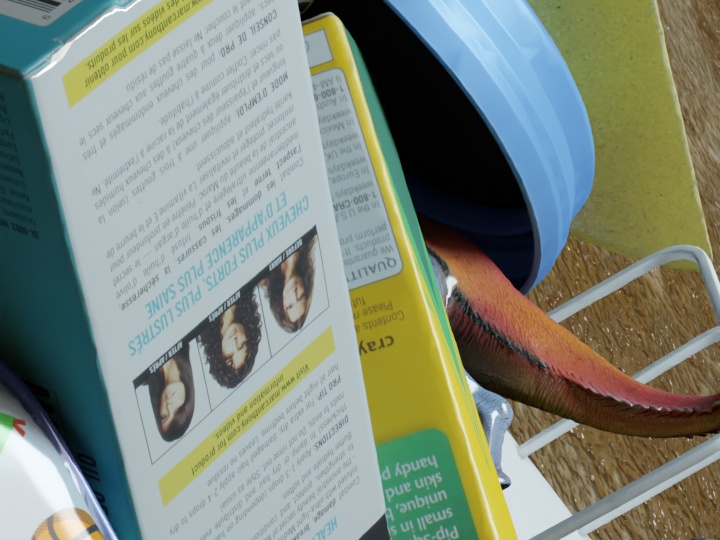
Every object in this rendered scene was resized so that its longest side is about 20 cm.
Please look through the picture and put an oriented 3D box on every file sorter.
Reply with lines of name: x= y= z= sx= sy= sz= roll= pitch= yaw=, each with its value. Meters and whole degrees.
file sorter: x=0.129 y=0.110 z=0.997 sx=0.200 sy=0.125 sz=0.139 roll=52 pitch=15 yaw=-27

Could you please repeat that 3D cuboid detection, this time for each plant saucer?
plant saucer: x=0.053 y=-0.109 z=1.050 sx=0.200 sy=0.048 sz=0.200 roll=49 pitch=-19 yaw=53

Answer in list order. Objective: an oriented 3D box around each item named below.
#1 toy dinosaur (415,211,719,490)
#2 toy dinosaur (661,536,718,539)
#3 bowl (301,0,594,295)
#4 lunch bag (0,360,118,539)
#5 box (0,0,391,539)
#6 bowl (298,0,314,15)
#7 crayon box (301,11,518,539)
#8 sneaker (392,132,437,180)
toy dinosaur: x=0.000 y=0.000 z=0.838 sx=0.105 sy=0.200 sz=0.182 roll=75 pitch=0 yaw=-67
toy dinosaur: x=0.095 y=0.156 z=0.877 sx=0.136 sy=0.200 sz=0.086 roll=69 pitch=-11 yaw=-25
bowl: x=-0.010 y=-0.072 z=0.849 sx=0.039 sy=0.201 sz=0.201 roll=-47 pitch=118 yaw=-20
lunch bag: x=-0.107 y=0.119 z=0.559 sx=0.160 sy=0.076 sz=0.200 roll=-34 pitch=98 yaw=-41
box: x=-0.046 y=0.014 z=0.615 sx=0.082 sy=0.049 sz=0.200 roll=-41 pitch=136 yaw=-37
bowl: x=-0.107 y=-0.130 z=0.736 sx=0.094 sy=0.201 sz=0.201 roll=-39 pitch=104 yaw=-40
crayon box: x=-0.033 y=0.045 z=0.741 sx=0.052 sy=0.126 sz=0.200 roll=48 pitch=24 yaw=-72
sneaker: x=0.039 y=-0.041 z=0.971 sx=0.082 sy=0.074 sz=0.200 roll=39 pitch=-9 yaw=16
